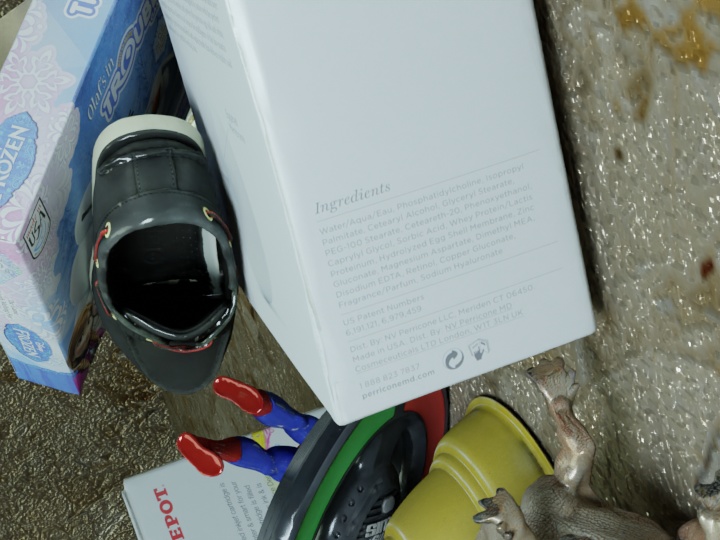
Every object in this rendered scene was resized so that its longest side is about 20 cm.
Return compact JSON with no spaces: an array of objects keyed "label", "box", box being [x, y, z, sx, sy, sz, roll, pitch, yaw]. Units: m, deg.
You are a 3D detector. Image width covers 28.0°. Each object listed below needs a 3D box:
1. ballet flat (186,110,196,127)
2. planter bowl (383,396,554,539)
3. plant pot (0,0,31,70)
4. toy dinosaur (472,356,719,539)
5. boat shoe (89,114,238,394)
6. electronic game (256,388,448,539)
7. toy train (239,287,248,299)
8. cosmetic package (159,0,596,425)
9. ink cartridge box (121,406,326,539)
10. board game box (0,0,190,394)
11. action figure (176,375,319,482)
[{"label":"ballet flat","box":[-0.096,-0.101,1.082,0.067,0.070,0.200,-125,22,-51]},{"label":"planter bowl","box":[0.065,0.178,0.795,0.200,0.083,0.201,160,90,-77]},{"label":"plant pot","box":[-0.180,-0.148,1.185,0.200,0.187,0.187,59,168,-10]},{"label":"toy dinosaur","box":[0.106,0.129,0.587,0.200,0.086,0.136,28,148,47]},{"label":"boat shoe","box":[-0.097,0.011,0.713,0.202,0.073,0.063,95,166,-56]},{"label":"electronic game","box":[-0.003,0.145,0.836,0.042,0.200,0.200,23,142,24]},{"label":"toy train","box":[-0.072,-0.036,0.947,0.150,0.055,0.200,62,-143,-66]},{"label":"cosmetic package","box":[-0.004,-0.073,0.637,0.199,0.123,0.200,-135,27,-66]},{"label":"ink cartridge box","box":[-0.049,0.189,1.010,0.083,0.200,0.146,93,155,-57]},{"label":"board game box","box":[-0.143,-0.062,0.751,0.199,0.043,0.200,92,-166,-66]},{"label":"action figure","box":[-0.030,0.109,0.858,0.052,0.066,0.200,29,-179,28]}]
